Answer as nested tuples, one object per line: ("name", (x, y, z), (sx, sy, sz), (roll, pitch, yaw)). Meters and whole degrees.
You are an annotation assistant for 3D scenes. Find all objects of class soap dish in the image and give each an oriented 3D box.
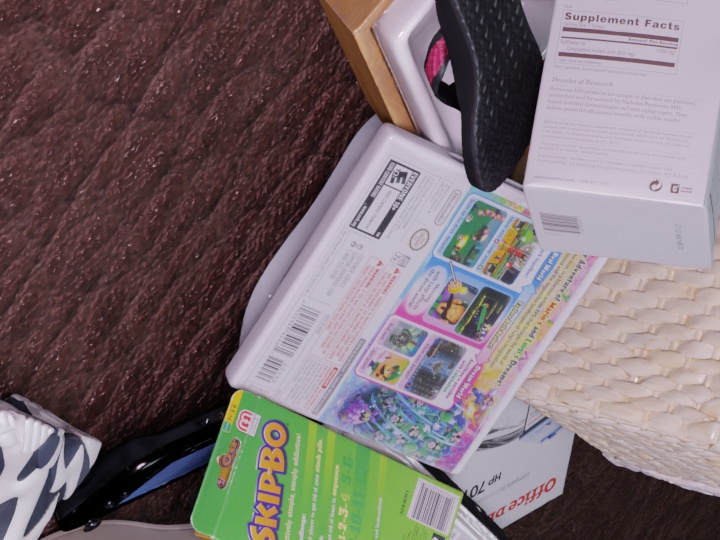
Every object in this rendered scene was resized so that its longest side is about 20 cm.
("soap dish", (0.053, -0.167, 1.606), (0.157, 0.081, 0.200), (-50, 157, -9))

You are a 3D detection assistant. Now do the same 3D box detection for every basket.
("basket", (0.237, 0.042, 1.770), (0.161, 0.200, 0.199), (28, 80, -46))

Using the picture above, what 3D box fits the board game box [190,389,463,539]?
("board game box", (-0.024, 0.154, 1.690), (0.200, 0.030, 0.096), (29, 73, -36))

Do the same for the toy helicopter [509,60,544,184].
("toy helicopter", (0.115, -0.085, 1.746), (0.133, 0.079, 0.200), (97, 4, -46))

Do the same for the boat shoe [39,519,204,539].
("boat shoe", (-0.126, 0.201, 1.690), (0.199, 0.073, 0.063), (-5, 122, -25))

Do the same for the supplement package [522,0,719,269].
("supplement package", (0.171, -0.117, 1.588), (0.114, 0.109, 0.201), (66, 33, -68))

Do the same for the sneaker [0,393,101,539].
("sneaker", (-0.226, 0.130, 1.476), (0.130, 0.079, 0.199), (-62, 168, -3))

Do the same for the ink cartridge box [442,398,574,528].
("ink cartridge box", (0.087, 0.087, 1.866), (0.146, 0.086, 0.201), (-25, 134, -41))

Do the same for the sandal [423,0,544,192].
("sandal", (0.065, -0.133, 1.533), (0.075, 0.045, 0.200), (-48, 142, -32))

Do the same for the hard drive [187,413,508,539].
("hard drive", (-0.003, 0.177, 1.785), (0.140, 0.038, 0.200), (-38, 125, 8))

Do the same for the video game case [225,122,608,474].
("video game case", (0.039, 0.022, 1.669), (0.182, 0.024, 0.200), (23, 112, -27))

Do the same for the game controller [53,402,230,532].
("game controller", (-0.112, 0.116, 1.702), (0.104, 0.042, 0.200), (-27, 177, 38))

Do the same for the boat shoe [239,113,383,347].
("boat shoe", (0.000, 0.000, 1.724), (0.201, 0.091, 0.071), (-59, 157, 12))
